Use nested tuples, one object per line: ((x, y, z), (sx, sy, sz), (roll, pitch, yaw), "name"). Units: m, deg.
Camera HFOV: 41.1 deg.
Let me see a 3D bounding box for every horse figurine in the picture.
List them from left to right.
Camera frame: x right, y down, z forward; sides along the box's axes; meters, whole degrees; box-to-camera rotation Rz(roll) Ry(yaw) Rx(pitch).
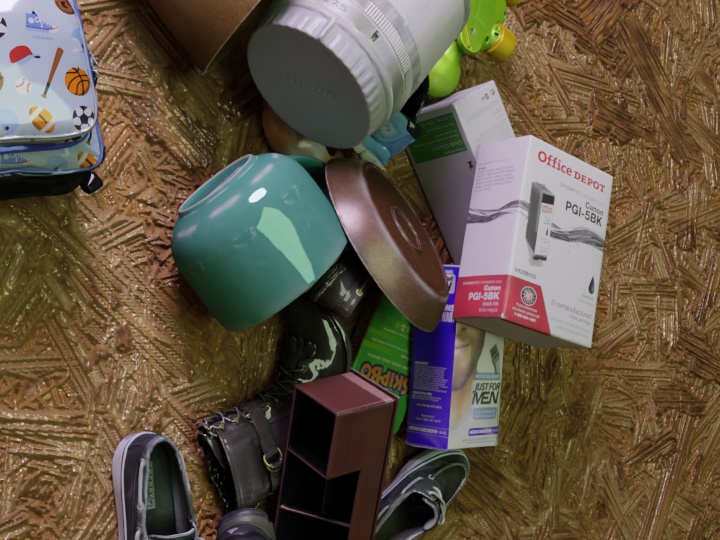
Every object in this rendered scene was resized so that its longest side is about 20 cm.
((-0.051, -0.141, 1.020), (0.201, 0.049, 0.133), (56, 48, -23), "horse figurine")

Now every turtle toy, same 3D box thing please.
((0.109, -0.301, 1.141), (0.145, 0.100, 0.203), (26, 69, -35), "turtle toy")

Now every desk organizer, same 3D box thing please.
((-0.028, 0.206, 0.929), (0.076, 0.071, 0.203), (-7, 114, -42), "desk organizer")

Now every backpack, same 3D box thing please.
((-0.298, -0.159, 0.753), (0.198, 0.153, 0.194), (-8, 79, -37), "backpack")

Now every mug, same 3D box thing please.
((-0.101, -0.043, 0.909), (0.115, 0.151, 0.186), (52, 16, -18), "mug")

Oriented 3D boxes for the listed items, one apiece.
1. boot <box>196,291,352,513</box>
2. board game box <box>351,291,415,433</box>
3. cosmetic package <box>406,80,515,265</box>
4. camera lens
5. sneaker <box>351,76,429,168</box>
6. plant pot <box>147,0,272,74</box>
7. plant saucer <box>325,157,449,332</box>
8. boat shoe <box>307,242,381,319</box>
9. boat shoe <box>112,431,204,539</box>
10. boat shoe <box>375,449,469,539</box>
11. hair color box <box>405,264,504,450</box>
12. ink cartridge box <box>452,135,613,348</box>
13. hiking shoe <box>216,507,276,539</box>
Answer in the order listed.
((-0.086, 0.128, 0.943), (0.173, 0.069, 0.203), (-19, 99, -41), "boot")
((0.039, 0.073, 1.082), (0.095, 0.030, 0.202), (40, 58, -33), "board game box")
((0.137, -0.108, 1.138), (0.084, 0.107, 0.202), (-33, 104, -37), "cosmetic package")
((0.003, -0.240, 0.937), (0.160, 0.159, 0.201), (50, 60, -24), "camera lens")
((0.042, -0.202, 1.057), (0.078, 0.089, 0.203), (38, 42, -43), "sneaker")
((-0.156, -0.320, 0.884), (0.200, 0.186, 0.187), (42, 59, -12), "plant pot")
((0.035, -0.034, 0.967), (0.201, 0.034, 0.201), (51, 19, -24), "plant saucer")
((0.000, 0.000, 0.991), (0.061, 0.072, 0.201), (46, 25, 4), "boat shoe")
((-0.172, 0.245, 0.855), (0.073, 0.068, 0.203), (-2, 86, -40), "boat shoe")
((0.061, 0.261, 1.046), (0.199, 0.070, 0.073), (-30, 111, -35), "boat shoe")
((0.112, 0.098, 1.096), (0.109, 0.064, 0.204), (8, 84, -51), "hair color box")
((0.192, -0.028, 1.056), (0.145, 0.082, 0.203), (18, 77, -34), "ink cartridge box")
((-0.088, 0.327, 0.882), (0.101, 0.075, 0.202), (-83, 151, -74), "hiking shoe")
